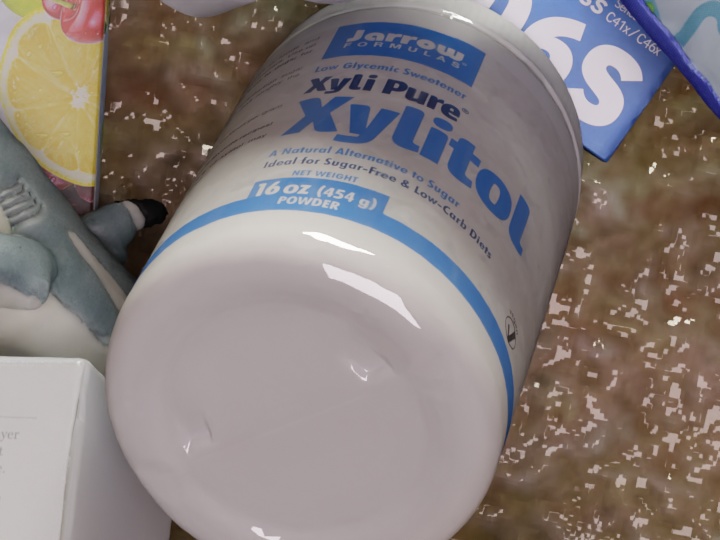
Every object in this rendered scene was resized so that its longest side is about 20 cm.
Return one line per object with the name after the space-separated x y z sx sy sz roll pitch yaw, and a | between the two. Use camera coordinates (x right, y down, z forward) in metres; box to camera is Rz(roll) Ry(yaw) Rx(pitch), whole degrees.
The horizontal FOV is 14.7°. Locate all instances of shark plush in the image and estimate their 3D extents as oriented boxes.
-0.086 0.002 0.976 0.200 0.091 0.083 24 60 -18 | shark plush

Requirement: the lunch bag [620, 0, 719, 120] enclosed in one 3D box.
0.184 -0.128 0.970 0.200 0.127 0.170 -37 80 -13 | lunch bag

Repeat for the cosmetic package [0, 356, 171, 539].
-0.181 0.137 0.952 0.199 0.123 0.201 2 73 13 | cosmetic package

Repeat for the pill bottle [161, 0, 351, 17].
0.014 -0.156 0.919 0.200 0.113 0.113 -19 99 31 | pill bottle

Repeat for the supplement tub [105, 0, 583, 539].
0.000 0.000 0.952 0.132 0.200 0.132 6 121 10 | supplement tub

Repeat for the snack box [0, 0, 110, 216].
-0.178 -0.056 1.021 0.168 0.068 0.201 4 97 -5 | snack box

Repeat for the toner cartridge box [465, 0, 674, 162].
0.035 -0.135 1.030 0.200 0.043 0.095 34 94 -6 | toner cartridge box
